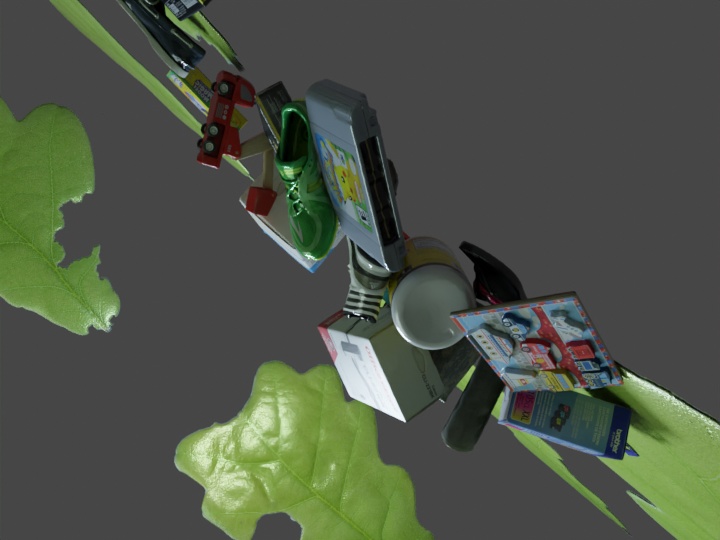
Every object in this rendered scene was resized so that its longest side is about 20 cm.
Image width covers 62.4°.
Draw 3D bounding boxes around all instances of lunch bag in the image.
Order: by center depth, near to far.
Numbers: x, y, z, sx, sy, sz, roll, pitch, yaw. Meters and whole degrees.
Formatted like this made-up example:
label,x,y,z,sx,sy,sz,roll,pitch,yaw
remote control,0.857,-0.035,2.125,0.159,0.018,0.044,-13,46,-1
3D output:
label,x,y,z,sx,sy,sz,roll,pitch,yaw
lunch bag,0.115,0.096,1.051,0.199,0.165,0.118,36,170,36

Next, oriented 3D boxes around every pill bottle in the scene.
label,x,y,z,sx,sy,sz,roll,pitch,yaw
pill bottle,0.090,0.019,0.818,0.109,0.109,0.200,43,-167,-12

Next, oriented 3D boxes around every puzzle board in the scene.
label,x,y,z,sx,sy,sz,roll,pitch,yaw
puzzle board,0.217,0.099,0.721,0.148,0.018,0.200,-13,136,33

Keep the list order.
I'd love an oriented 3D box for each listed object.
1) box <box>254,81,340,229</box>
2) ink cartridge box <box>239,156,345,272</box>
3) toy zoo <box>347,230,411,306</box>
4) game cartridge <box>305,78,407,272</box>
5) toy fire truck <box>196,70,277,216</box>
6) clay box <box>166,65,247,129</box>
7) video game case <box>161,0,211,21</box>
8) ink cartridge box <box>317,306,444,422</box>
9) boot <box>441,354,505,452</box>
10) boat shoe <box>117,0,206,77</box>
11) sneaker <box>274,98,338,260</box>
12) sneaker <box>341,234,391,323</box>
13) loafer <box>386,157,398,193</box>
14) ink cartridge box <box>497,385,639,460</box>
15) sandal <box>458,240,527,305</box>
label,x,y,z,sx,sy,sz,roll,pitch,yaw
box,-0.085,-0.154,0.880,0.203,0.049,0.160,62,176,1
ink cartridge box,-0.111,-0.113,1.129,0.144,0.148,0.200,40,174,11
toy zoo,0.078,0.013,0.949,0.199,0.132,0.020,42,135,-14
game cartridge,-0.007,-0.108,0.677,0.133,0.040,0.203,47,157,54
toy fire truck,-0.190,-0.203,0.968,0.139,0.204,0.049,12,-173,-31
clay box,-0.328,-0.366,1.228,0.200,0.048,0.115,44,173,-23
video game case,-0.270,-0.401,0.740,0.181,0.026,0.199,46,174,-29
ink cartridge box,0.028,0.139,0.947,0.199,0.083,0.147,0,117,63
boot,0.174,0.164,0.859,0.072,0.202,0.181,38,-175,31
boat shoe,-0.316,-0.391,0.901,0.201,0.062,0.075,51,-171,-4
sneaker,-0.077,-0.114,0.751,0.073,0.205,0.083,-3,-176,28
sneaker,0.000,0.000,0.831,0.074,0.117,0.201,16,-159,-8
loafer,0.019,-0.118,0.774,0.200,0.062,0.073,174,78,-77
ink cartridge box,0.317,0.226,0.898,0.196,0.078,0.137,15,168,11
sandal,0.181,0.035,0.776,0.200,0.045,0.075,47,173,-39
